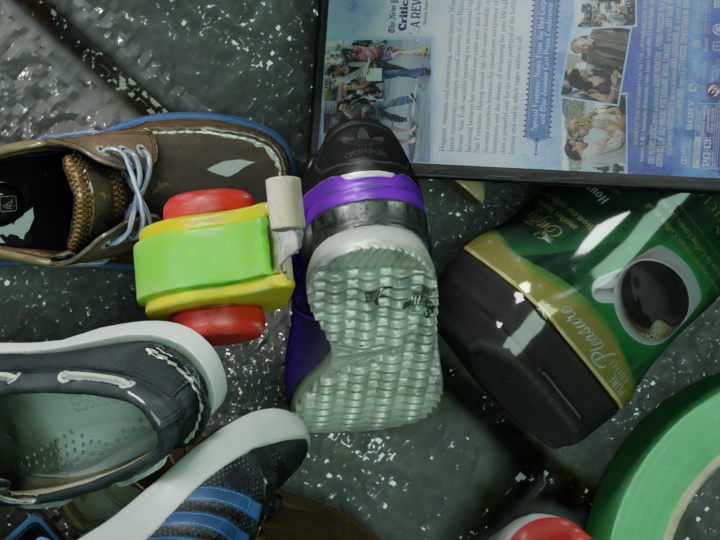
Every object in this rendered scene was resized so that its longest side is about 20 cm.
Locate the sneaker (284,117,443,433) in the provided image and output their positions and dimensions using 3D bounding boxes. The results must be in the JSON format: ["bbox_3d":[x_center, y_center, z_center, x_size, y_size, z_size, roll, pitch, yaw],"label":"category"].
[{"bbox_3d":[0.001,0.000,1.312,0.069,0.200,0.100,-3,61,-8],"label":"sneaker"}]

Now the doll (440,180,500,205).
[{"bbox_3d":[0.085,-0.134,1.370,0.136,0.048,0.200,38,87,-11],"label":"doll"}]

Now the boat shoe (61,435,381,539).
[{"bbox_3d":[-0.046,0.142,1.360,0.200,0.073,0.063,36,124,-6],"label":"boat shoe"}]

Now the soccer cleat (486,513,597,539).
[{"bbox_3d":[0.095,0.214,1.370,0.069,0.085,0.200,-10,89,-21],"label":"soccer cleat"}]

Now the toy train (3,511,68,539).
[{"bbox_3d":[-0.110,0.199,1.303,0.087,0.114,0.200,-43,79,0],"label":"toy train"}]

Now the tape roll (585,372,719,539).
[{"bbox_3d":[0.209,0.146,1.410,0.200,0.048,0.201,-1,94,-10],"label":"tape roll"}]

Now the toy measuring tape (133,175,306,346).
[{"bbox_3d":[-0.063,-0.007,1.247,0.073,0.200,0.074,1,80,-5],"label":"toy measuring tape"}]

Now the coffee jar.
[{"bbox_3d":[0.128,-0.015,1.360,0.200,0.085,0.104,-44,128,-5],"label":"coffee jar"}]

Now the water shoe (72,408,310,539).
[{"bbox_3d":[-0.076,0.134,1.246,0.079,0.072,0.200,45,46,9],"label":"water shoe"}]

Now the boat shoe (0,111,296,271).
[{"bbox_3d":[-0.124,-0.030,1.325,0.200,0.072,0.072,-10,95,-10],"label":"boat shoe"}]

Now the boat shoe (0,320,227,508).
[{"bbox_3d":[-0.155,0.071,1.283,0.200,0.060,0.076,-20,108,31],"label":"boat shoe"}]

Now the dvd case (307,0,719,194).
[{"bbox_3d":[0.077,-0.110,1.320,0.200,0.018,0.143,3,88,15],"label":"dvd case"}]
